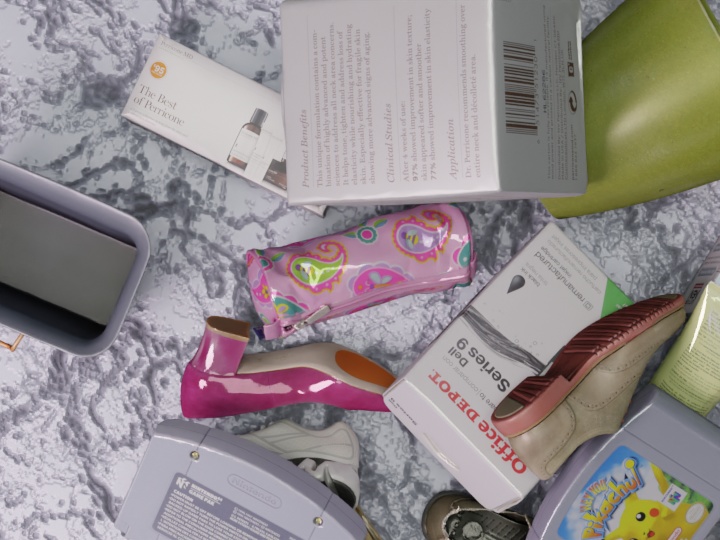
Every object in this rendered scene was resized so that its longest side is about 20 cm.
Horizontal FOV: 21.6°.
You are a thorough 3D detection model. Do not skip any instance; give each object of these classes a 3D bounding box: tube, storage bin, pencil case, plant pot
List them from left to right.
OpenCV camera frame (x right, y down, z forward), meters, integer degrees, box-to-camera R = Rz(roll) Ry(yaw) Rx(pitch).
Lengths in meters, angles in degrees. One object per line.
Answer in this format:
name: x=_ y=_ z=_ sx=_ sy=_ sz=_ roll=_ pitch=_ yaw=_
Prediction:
storage bin: x=-0.280 y=-0.004 z=1.623 sx=0.199 sy=0.134 sz=0.147 roll=22 pitch=88 yaw=2
pencil case: x=0.000 y=0.000 z=1.629 sx=0.198 sy=0.087 sz=0.088 roll=-16 pitch=88 yaw=-12
plant pot: x=0.232 y=-0.132 z=1.614 sx=0.199 sy=0.187 sz=0.188 roll=-30 pitch=88 yaw=15
tube: x=0.277 y=0.099 z=1.603 sx=0.058 sy=0.052 sz=0.201 roll=4 pitch=132 yaw=-34

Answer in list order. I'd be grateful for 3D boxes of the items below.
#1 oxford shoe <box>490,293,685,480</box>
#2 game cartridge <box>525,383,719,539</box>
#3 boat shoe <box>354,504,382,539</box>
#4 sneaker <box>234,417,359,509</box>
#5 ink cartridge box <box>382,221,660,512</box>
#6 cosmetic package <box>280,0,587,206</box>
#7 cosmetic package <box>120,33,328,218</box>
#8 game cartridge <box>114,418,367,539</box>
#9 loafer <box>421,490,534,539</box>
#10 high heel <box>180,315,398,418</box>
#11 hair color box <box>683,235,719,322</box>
oxford shoe: x=0.197 y=0.092 z=1.551 sx=0.199 sy=0.070 sz=0.075 roll=-36 pitch=102 yaw=-16
game cartridge: x=0.226 y=0.202 z=1.589 sx=0.133 sy=0.040 sz=0.201 roll=32 pitch=100 yaw=-12
boat shoe: x=0.033 y=0.279 z=1.640 sx=0.200 sy=0.073 sz=0.063 roll=43 pitch=92 yaw=3
sneaker: x=-0.093 y=0.171 z=1.653 sx=0.198 sy=0.075 sz=0.082 roll=-1 pitch=49 yaw=13
ink cartridge box: x=0.139 y=0.084 z=1.612 sx=0.146 sy=0.084 sz=0.200 roll=44 pitch=70 yaw=1
cosmetic package: x=0.060 y=-0.139 z=1.533 sx=0.198 sy=0.166 sz=0.169 roll=-1 pitch=92 yaw=31
cosmetic package: x=-0.104 y=-0.127 z=1.667 sx=0.199 sy=0.051 sz=0.083 roll=26 pitch=88 yaw=1
game cartridge: x=-0.099 y=0.212 z=1.599 sx=0.199 sy=0.042 sz=0.134 roll=28 pitch=114 yaw=3
loafer: x=0.147 y=0.249 z=1.640 sx=0.198 sy=0.070 sz=0.076 roll=17 pitch=88 yaw=1
high heel: x=-0.058 y=0.112 z=1.661 sx=0.198 sy=0.067 sz=0.097 roll=15 pitch=113 yaw=-10
hair color box: x=0.354 y=-0.033 z=1.633 sx=0.060 sy=0.099 sz=0.201 roll=32 pitch=89 yaw=0
